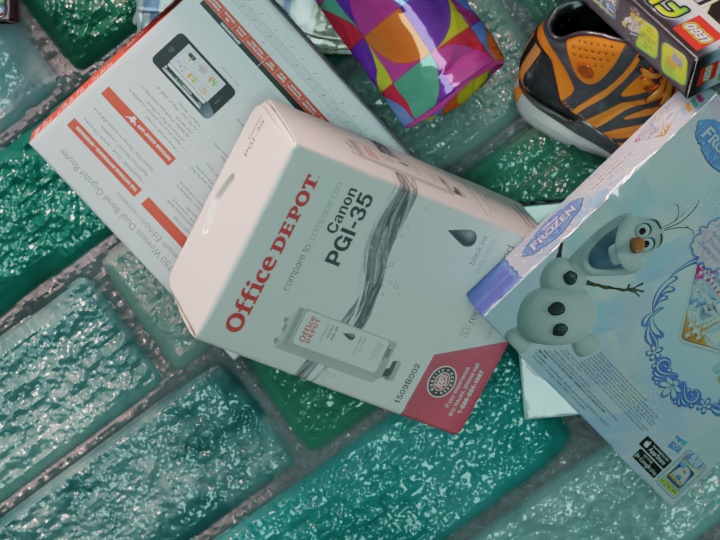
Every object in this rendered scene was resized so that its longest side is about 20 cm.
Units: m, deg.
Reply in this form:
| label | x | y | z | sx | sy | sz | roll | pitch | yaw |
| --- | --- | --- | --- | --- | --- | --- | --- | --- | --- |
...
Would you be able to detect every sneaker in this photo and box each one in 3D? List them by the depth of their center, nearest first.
| label | x | y | z | sx | sy | sz | roll | pitch | yaw |
| --- | --- | --- | --- | --- | --- | --- | --- | --- | --- |
| sneaker | 0.199 | -0.109 | 1.495 | 0.199 | 0.112 | 0.078 | 22 | 52 | 1 |

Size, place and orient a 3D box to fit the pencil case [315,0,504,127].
| label | x | y | z | sx | sy | sz | roll | pitch | yaw |
| --- | --- | --- | --- | --- | --- | --- | --- | --- | --- |
| pencil case | 0.008 | -0.188 | 1.506 | 0.088 | 0.088 | 0.200 | -35 | 87 | 5 |

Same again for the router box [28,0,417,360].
| label | x | y | z | sx | sy | sz | roll | pitch | yaw |
| --- | --- | --- | --- | --- | --- | --- | --- | --- | --- |
| router box | -0.085 | -0.075 | 1.533 | 0.179 | 0.049 | 0.200 | -41 | 102 | 5 |

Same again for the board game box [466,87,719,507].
| label | x | y | z | sx | sy | sz | roll | pitch | yaw |
| --- | --- | --- | --- | --- | --- | --- | --- | --- | --- |
| board game box | 0.204 | 0.016 | 1.485 | 0.199 | 0.043 | 0.200 | -43 | 115 | 4 |

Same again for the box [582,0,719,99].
| label | x | y | z | sx | sy | sz | roll | pitch | yaw |
| --- | --- | --- | --- | --- | --- | --- | --- | --- | --- |
| box | 0.182 | -0.201 | 1.469 | 0.110 | 0.035 | 0.200 | -27 | 58 | -25 |

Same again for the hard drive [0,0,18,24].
| label | x | y | z | sx | sy | sz | roll | pitch | yaw |
| --- | --- | --- | --- | --- | --- | --- | --- | --- | --- |
| hard drive | -0.329 | -0.234 | 1.566 | 0.199 | 0.038 | 0.140 | -1 | 93 | 4 |

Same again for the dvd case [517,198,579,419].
| label | x | y | z | sx | sy | sz | roll | pitch | yaw |
| --- | --- | --- | --- | --- | --- | --- | --- | --- | --- |
| dvd case | 0.201 | 0.019 | 1.555 | 0.199 | 0.022 | 0.147 | -5 | 93 | 2 |

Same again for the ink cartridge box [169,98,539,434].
| label | x | y | z | sx | sy | sz | roll | pitch | yaw |
| --- | --- | --- | --- | --- | --- | --- | --- | --- | --- |
| ink cartridge box | 0.000 | 0.000 | 1.488 | 0.199 | 0.083 | 0.147 | 21 | 107 | -24 |

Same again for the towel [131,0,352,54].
| label | x | y | z | sx | sy | sz | roll | pitch | yaw |
| --- | --- | --- | --- | --- | --- | --- | --- | --- | --- |
| towel | -0.047 | -0.219 | 1.557 | 0.199 | 0.024 | 0.147 | 6 | 91 | 1 |
